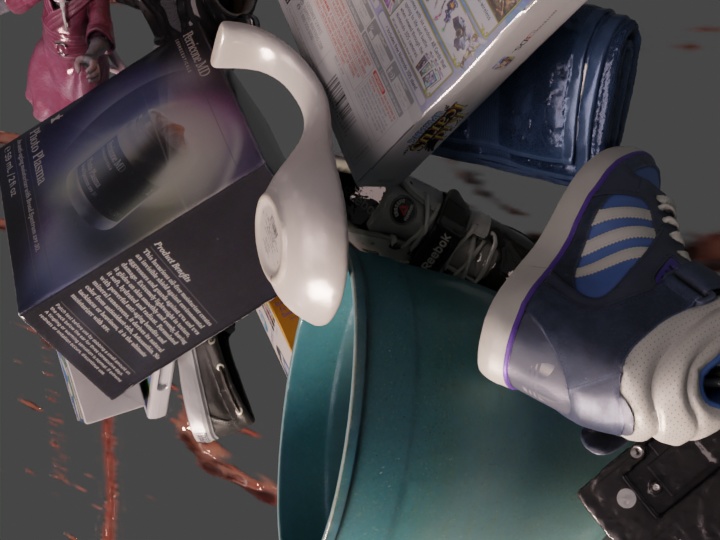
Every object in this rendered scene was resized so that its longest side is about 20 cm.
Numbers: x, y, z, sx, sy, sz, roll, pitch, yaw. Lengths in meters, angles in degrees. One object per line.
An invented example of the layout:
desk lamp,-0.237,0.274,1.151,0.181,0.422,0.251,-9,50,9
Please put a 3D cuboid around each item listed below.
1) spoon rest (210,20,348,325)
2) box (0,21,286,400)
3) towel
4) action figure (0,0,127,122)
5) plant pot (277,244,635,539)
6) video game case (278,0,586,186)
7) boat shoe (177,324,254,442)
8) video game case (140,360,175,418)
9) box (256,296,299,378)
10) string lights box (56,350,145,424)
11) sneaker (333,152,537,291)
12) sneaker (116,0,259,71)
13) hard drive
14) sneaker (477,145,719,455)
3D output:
spoon rest,-0.040,-0.063,0.628,0.100,0.060,0.202,122,135,-57
box,-0.153,-0.051,0.778,0.197,0.124,0.201,-31,46,2
towel,0.084,-0.125,0.683,0.199,0.048,0.113,20,113,40
action figure,-0.242,-0.204,0.898,0.133,0.149,0.201,31,140,9
plant pot,0.059,0.096,0.642,0.200,0.186,0.203,-172,90,-77
video game case,0.024,-0.184,0.623,0.181,0.045,0.202,-43,63,45
boat shoe,-0.140,0.054,0.946,0.056,0.069,0.202,-13,77,2
video game case,-0.205,0.004,0.957,0.201,0.022,0.183,63,150,34
box,-0.037,0.077,0.822,0.119,0.041,0.202,111,136,-74
string lights box,-0.262,0.093,1.019,0.200,0.058,0.104,156,97,-71
sneaker,0.041,-0.022,0.693,0.198,0.088,0.075,26,90,16
sneaker,-0.149,-0.250,0.866,0.114,0.075,0.201,-41,75,39
hard drive,0.232,0.108,0.533,0.200,0.038,0.140,-42,72,7
sneaker,0.167,0.013,0.554,0.145,0.200,0.081,17,135,30
